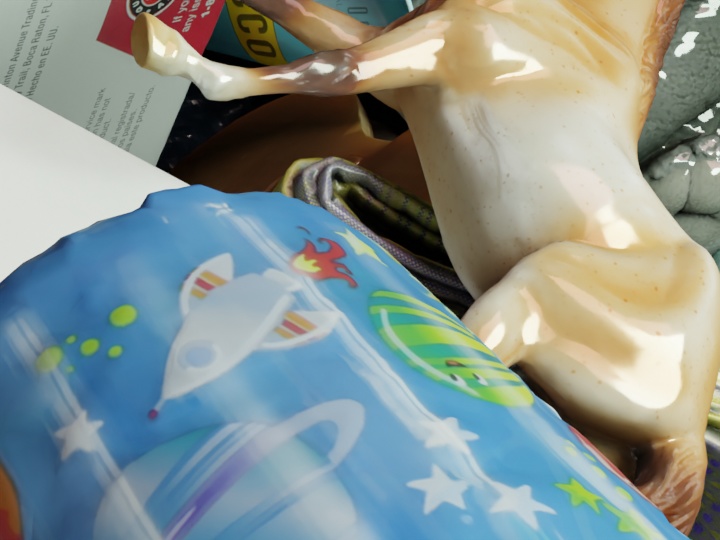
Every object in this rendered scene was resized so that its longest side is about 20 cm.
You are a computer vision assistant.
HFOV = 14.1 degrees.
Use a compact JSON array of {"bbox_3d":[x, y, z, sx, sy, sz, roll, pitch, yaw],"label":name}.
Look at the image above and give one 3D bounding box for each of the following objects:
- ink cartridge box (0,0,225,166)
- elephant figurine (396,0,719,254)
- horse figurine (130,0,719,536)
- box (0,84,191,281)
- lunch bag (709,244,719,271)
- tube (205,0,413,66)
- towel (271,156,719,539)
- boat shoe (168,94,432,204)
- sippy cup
[{"bbox_3d":[-0.156,-0.079,0.740,0.200,0.145,0.145,-17,57,-41],"label":"ink cartridge box"},{"bbox_3d":[0.100,-0.111,0.781,0.141,0.200,0.155,23,22,-31],"label":"elephant figurine"},{"bbox_3d":[0.023,-0.010,0.569,0.132,0.050,0.200,1,54,-24],"label":"horse figurine"},{"bbox_3d":[-0.079,0.097,0.580,0.199,0.171,0.200,28,41,-1],"label":"box"},{"bbox_3d":[0.185,0.019,0.858,0.200,0.122,0.170,31,41,-7],"label":"lunch bag"},{"bbox_3d":[-0.048,-0.092,0.803,0.050,0.077,0.200,-32,27,-30],"label":"tube"},{"bbox_3d":[0.024,0.046,0.686,0.144,0.200,0.023,28,64,-4],"label":"towel"},{"bbox_3d":[0.000,0.000,0.762,0.070,0.070,0.200,52,-7,-19],"label":"boat shoe"},{"bbox_3d":[-0.009,0.062,0.434,0.178,0.140,0.130,-9,50,-38],"label":"sippy cup"}]
